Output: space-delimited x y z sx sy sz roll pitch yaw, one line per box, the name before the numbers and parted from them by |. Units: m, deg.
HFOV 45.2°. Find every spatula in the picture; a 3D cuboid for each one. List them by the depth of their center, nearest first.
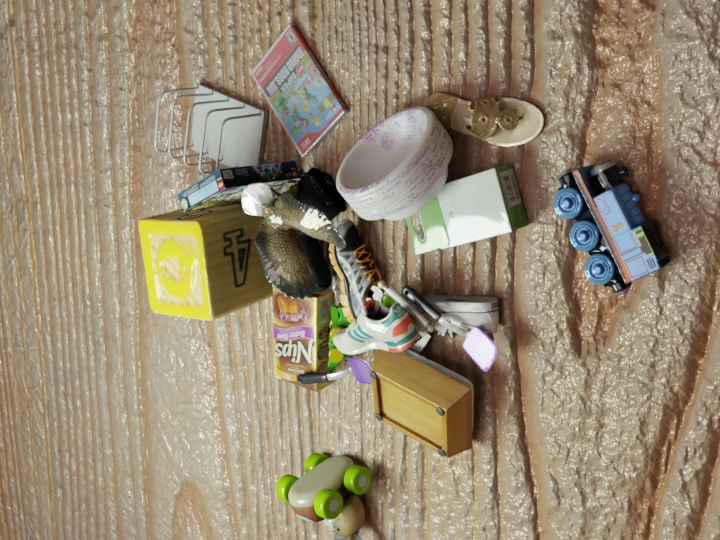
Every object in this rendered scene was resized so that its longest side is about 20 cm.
spatula | 0.147 0.089 1.454 0.199 0.021 0.057 38 124 13
spatula | -0.049 0.200 1.655 0.198 0.021 0.057 -12 110 36

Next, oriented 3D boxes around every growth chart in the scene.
growth chart | 0.061 0.106 1.554 0.144 0.018 0.201 36 146 13

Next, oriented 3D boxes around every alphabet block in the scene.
alphabet block | -0.304 -0.026 1.749 0.193 0.199 0.200 3 105 38

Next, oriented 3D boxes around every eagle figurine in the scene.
eagle figurine | -0.118 -0.072 1.540 0.201 0.149 0.153 -115 8 -48

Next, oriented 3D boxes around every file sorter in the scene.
file sorter | -0.303 -0.274 1.724 0.198 0.124 0.141 26 118 31

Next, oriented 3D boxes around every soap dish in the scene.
soap dish | 0.106 0.233 1.543 0.198 0.081 0.159 25 138 31

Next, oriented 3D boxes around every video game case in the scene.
video game case | -0.117 -0.336 1.623 0.143 0.017 0.202 -40 78 39

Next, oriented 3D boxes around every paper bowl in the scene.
paper bowl | 0.065 -0.164 1.423 0.199 0.202 0.105 -14 129 41

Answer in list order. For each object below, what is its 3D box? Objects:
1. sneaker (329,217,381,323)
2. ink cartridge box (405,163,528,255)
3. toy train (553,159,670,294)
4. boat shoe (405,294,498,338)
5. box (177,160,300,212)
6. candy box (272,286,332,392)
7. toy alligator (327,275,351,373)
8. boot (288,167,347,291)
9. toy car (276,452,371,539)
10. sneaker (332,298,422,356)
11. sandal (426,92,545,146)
sneaker | 0.000 0.000 1.596 0.076 0.078 0.203 0 113 36
ink cartridge box | 0.170 -0.099 1.434 0.198 0.059 0.106 -14 94 41
toy train | 0.367 -0.068 1.271 0.113 0.086 0.203 -28 83 31
boat shoe | 0.150 0.083 1.502 0.197 0.071 0.071 -1 100 32
box | -0.230 -0.160 1.648 0.136 0.199 0.038 -22 86 41
candy box | -0.117 0.131 1.739 0.115 0.056 0.204 13 113 34
toy alligator | -0.032 0.107 1.667 0.053 0.059 0.203 3 110 -4
boot | -0.084 -0.082 1.644 0.162 0.073 0.199 -43 77 33
toy car | -0.051 0.493 1.745 0.163 0.157 0.203 2 117 51
sneaker | 0.017 0.093 1.517 0.198 0.070 0.095 -6 115 48
sandal | 0.183 -0.240 1.373 0.209 0.069 0.079 19 115 34
